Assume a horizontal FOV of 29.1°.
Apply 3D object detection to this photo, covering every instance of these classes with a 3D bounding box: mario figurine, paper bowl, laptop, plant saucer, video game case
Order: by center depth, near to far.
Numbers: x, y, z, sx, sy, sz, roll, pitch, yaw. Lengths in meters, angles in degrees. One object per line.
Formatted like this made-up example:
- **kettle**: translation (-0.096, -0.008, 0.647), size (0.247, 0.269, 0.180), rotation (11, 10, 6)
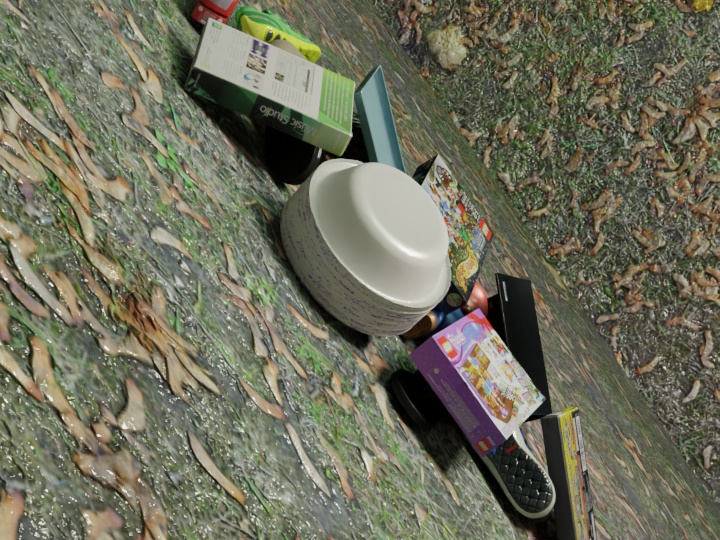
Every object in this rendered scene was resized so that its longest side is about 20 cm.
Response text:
- **paper bowl**: translation (0.017, -0.037, 1.528), size (0.199, 0.104, 0.203), rotation (27, 40, -26)
- **video game case**: translation (0.266, 0.278, 1.750), size (0.180, 0.025, 0.203), rotation (8, 74, -73)
- **plant saucer**: translation (0.028, -0.158, 1.780), size (0.070, 0.019, 0.202), rotation (-58, 143, -47)
- **laptop**: translation (0.182, 0.109, 1.800), size (0.102, 0.200, 0.180), rotation (-3, 79, -26)
- **mario figurine**: translation (0.101, 0.078, 1.801), size (0.200, 0.104, 0.126), rotation (-31, 121, -67)

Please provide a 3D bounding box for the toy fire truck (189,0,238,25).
- **toy fire truck**: translation (-0.166, -0.400, 1.847), size (0.048, 0.142, 0.200), rotation (29, 18, -10)

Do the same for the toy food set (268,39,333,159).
- **toy food set**: translation (-0.080, -0.214, 1.916), size (0.200, 0.060, 0.144), rotation (49, 25, -17)

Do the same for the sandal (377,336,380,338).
- **sandal**: translation (0.000, 0.000, 1.620), size (0.082, 0.054, 0.201), rotation (47, 14, -28)

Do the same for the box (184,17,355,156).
- **box**: translation (-0.102, -0.216, 1.627), size (0.198, 0.037, 0.145), rotation (21, 31, -11)

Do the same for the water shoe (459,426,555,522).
- **water shoe**: translation (0.168, 0.217, 1.685), size (0.079, 0.071, 0.202), rotation (78, -13, -65)

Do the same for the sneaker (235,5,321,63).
- **sneaker**: translation (-0.120, -0.342, 2.034), size (0.084, 0.074, 0.200), rotation (62, 15, 18)

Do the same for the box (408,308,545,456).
- **box**: translation (0.136, 0.123, 1.579), size (0.138, 0.039, 0.200), rotation (54, 20, 6)

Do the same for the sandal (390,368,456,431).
- **sandal**: translation (0.084, 0.138, 1.582), size (0.076, 0.048, 0.200), rotation (57, 13, 13)

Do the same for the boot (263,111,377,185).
- **boot**: translation (-0.045, -0.159, 1.746), size (0.157, 0.079, 0.213), rotation (38, 31, -39)

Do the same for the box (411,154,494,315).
- **box**: translation (0.104, -0.049, 1.777), size (0.137, 0.037, 0.200), rotation (53, 28, -14)
